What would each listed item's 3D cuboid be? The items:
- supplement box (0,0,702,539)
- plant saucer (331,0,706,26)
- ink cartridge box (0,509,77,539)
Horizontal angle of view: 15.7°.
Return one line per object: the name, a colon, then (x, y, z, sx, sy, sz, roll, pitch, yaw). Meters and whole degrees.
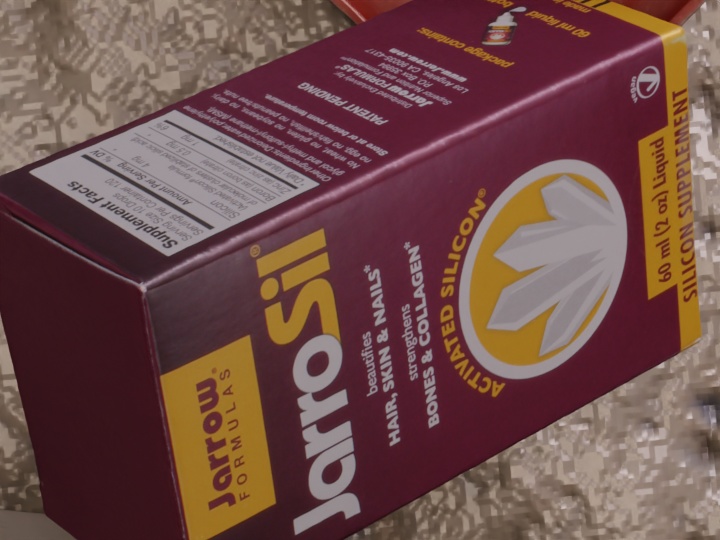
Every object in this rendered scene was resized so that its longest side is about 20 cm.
supplement box: (0.000, 0.000, 0.765, 0.199, 0.085, 0.111, -26, 124, -30)
plant saucer: (0.041, -0.159, 0.803, 0.200, 0.037, 0.200, 43, 130, -1)
ink cartridge box: (-0.137, 0.141, 0.804, 0.199, 0.125, 0.129, 5, 91, -1)
